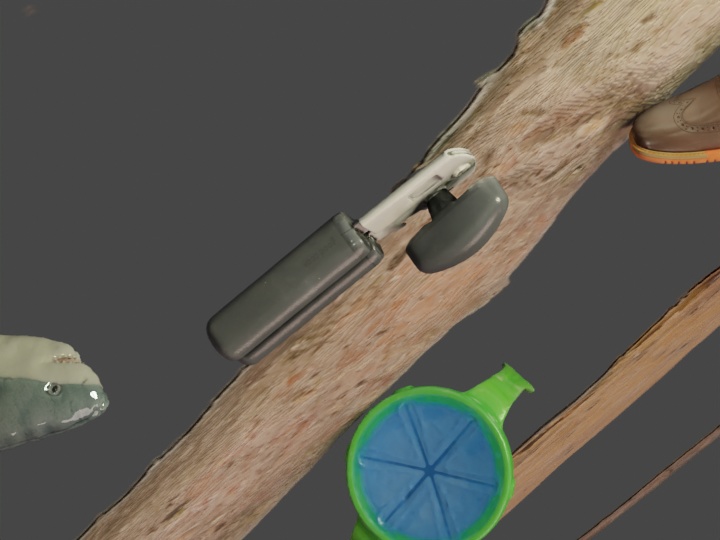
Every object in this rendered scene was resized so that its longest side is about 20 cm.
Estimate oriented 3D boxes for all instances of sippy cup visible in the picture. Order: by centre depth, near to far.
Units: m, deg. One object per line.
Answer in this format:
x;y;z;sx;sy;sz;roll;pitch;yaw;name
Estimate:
0.067;0.160;1.733;0.177;0.140;0.130;-14;177;12;sippy cup

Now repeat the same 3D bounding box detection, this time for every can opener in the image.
0.000;0.000;1.291;0.200;0.067;0.053;-39;161;10;can opener

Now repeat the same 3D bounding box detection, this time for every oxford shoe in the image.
0.274;-0.134;1.453;0.199;0.071;0.073;-21;129;11;oxford shoe

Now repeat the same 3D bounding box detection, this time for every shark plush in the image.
-0.230;0.087;1.062;0.199;0.083;0.091;-29;161;-22;shark plush
